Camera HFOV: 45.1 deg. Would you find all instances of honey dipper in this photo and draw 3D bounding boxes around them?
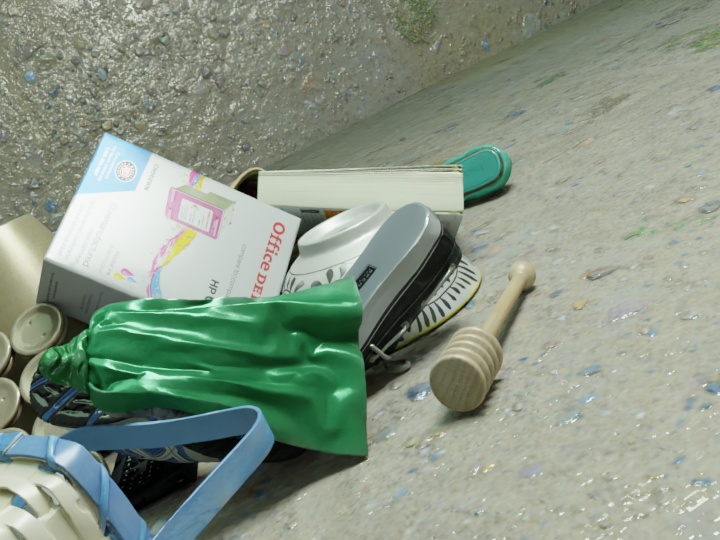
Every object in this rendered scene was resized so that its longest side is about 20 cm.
[{"bbox_3d":[0.094,0.033,0.605,0.037,0.039,0.200,-17,14,28],"label":"honey dipper"}]

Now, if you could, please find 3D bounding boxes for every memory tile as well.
[{"bbox_3d":[-0.282,0.129,0.680,0.151,0.017,0.202,-28,56,-3],"label":"memory tile"}]

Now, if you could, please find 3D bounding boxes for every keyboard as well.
[{"bbox_3d":[-0.160,0.125,0.700,0.102,0.040,0.200,-27,14,-5],"label":"keyboard"}]

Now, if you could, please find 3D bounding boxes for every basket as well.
[{"bbox_3d":[-0.151,0.137,0.413,0.173,0.141,0.201,-14,25,35],"label":"basket"}]

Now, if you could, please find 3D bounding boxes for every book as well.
[{"bbox_3d":[0.002,-0.061,0.877,0.194,0.049,0.134,0,-13,2],"label":"book"}]

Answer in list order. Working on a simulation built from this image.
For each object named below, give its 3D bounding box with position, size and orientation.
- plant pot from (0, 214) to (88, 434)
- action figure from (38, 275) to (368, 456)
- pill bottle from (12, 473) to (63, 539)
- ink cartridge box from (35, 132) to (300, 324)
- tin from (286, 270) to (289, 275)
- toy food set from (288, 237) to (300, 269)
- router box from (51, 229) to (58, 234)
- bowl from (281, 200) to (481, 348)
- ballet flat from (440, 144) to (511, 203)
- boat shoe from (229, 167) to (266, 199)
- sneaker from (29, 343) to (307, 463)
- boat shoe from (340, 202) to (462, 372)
[{"bbox_3d":[-0.303,0.059,0.816,0.184,0.203,0.187,-28,8,4],"label":"plant pot"},{"bbox_3d":[-0.095,0.058,0.534,0.195,0.121,0.055,4,-29,-19],"label":"action figure"},{"bbox_3d":[-0.282,0.182,0.541,0.196,0.114,0.113,-24,13,5],"label":"pill bottle"},{"bbox_3d":[-0.166,-0.010,0.776,0.085,0.196,0.147,-48,23,52],"label":"ink cartridge box"},{"bbox_3d":[-0.058,0.021,0.922,0.197,0.043,0.112,-29,10,-16],"label":"tin"},{"bbox_3d":[-0.084,-0.025,1.038,0.196,0.049,0.199,-29,-1,-29],"label":"toy food set"},{"bbox_3d":[-0.302,0.030,1.009,0.196,0.183,0.049,-24,12,1],"label":"router box"},{"bbox_3d":[0.000,0.000,0.772,0.197,0.096,0.201,-24,13,6],"label":"bowl"},{"bbox_3d":[0.099,-0.099,1.068,0.196,0.069,0.070,-17,-9,29],"label":"ballet flat"},{"bbox_3d":[-0.139,-0.027,0.892,0.072,0.067,0.203,16,50,-1],"label":"boat shoe"},{"bbox_3d":[-0.124,0.094,0.602,0.195,0.077,0.077,9,64,10],"label":"sneaker"},{"bbox_3d":[0.002,0.046,0.647,0.201,0.068,0.073,-54,32,-11],"label":"boat shoe"}]
